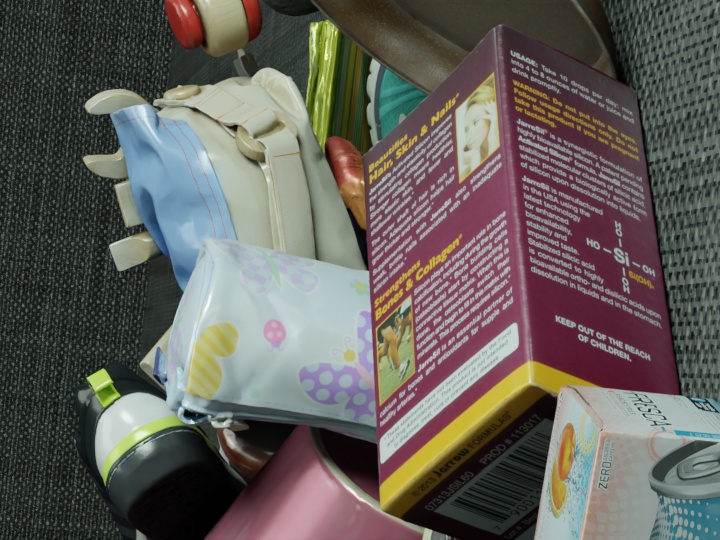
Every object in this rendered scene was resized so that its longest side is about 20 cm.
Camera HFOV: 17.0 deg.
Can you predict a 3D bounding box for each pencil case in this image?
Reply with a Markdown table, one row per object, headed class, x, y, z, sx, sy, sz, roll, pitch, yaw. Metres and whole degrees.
| class | x | y | z | sx | sy | sz | roll | pitch | yaw |
| --- | --- | --- | --- | --- | --- | --- | --- | --- | --- |
| pencil case | 0.006 | 0.045 | 1.141 | 0.091 | 0.198 | 0.083 | -92 | 18 | -45 |

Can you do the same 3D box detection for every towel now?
| class | x | y | z | sx | sy | sz | roll | pitch | yaw |
| --- | --- | --- | --- | --- | --- | --- | --- | --- | --- |
| towel | 0.010 | -0.083 | 1.403 | 0.200 | 0.018 | 0.087 | 21 | -105 | -68 |

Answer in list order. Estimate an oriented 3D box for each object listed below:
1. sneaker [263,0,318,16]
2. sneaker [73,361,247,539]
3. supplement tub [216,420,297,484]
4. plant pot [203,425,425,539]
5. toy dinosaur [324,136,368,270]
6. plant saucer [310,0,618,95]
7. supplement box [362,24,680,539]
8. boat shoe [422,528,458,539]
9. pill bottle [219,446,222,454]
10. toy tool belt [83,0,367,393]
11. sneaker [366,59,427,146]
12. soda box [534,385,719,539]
| class | x | y | z | sx | sy | sz | roll | pitch | yaw |
| --- | --- | --- | --- | --- | --- | --- | --- | --- | --- |
| sneaker | 0.000 | -0.170 | 1.292 | 0.200 | 0.075 | 0.116 | -46 | 40 | 47 |
| sneaker | -0.106 | 0.099 | 1.256 | 0.083 | 0.071 | 0.200 | 53 | 167 | 21 |
| supplement tub | -0.016 | 0.130 | 1.368 | 0.201 | 0.106 | 0.107 | 78 | -174 | -47 |
| plant pot | -0.008 | 0.174 | 1.213 | 0.180 | 0.199 | 0.200 | -63 | 17 | 19 |
| toy dinosaur | 0.000 | 0.000 | 1.313 | 0.182 | 0.199 | 0.106 | 49 | -146 | -39 |
| plant saucer | 0.042 | -0.138 | 1.143 | 0.032 | 0.200 | 0.200 | -57 | 2 | -19 |
| supplement box | 0.067 | 0.009 | 1.053 | 0.110 | 0.085 | 0.201 | -43 | 36 | 39 |
| boat shoe | 0.070 | 0.186 | 1.085 | 0.065 | 0.073 | 0.202 | 143 | 123 | -69 |
| pill bottle | -0.026 | 0.039 | 1.539 | 0.112 | 0.111 | 0.202 | -141 | 58 | -77 |
| toy tool belt | -0.084 | -0.047 | 1.221 | 0.201 | 0.122 | 0.125 | 69 | 165 | -3 |
| sneaker | 0.055 | -0.120 | 1.321 | 0.080 | 0.077 | 0.201 | -117 | 33 | -55 |
| soda box | 0.099 | 0.150 | 0.929 | 0.064 | 0.068 | 0.202 | -123 | 40 | -73 |
